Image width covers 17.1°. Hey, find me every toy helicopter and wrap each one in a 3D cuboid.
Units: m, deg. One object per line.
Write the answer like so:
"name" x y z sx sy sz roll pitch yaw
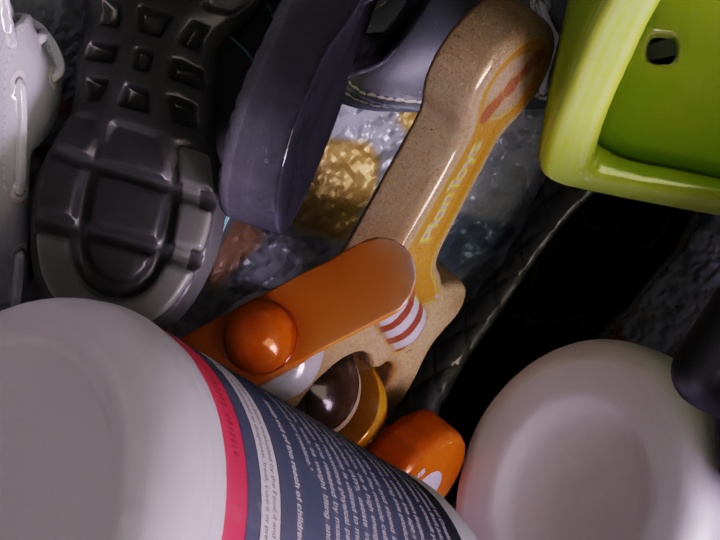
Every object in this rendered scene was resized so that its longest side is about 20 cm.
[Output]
"toy helicopter" 0.000 0.000 0.777 0.132 0.079 0.201 -5 128 -56

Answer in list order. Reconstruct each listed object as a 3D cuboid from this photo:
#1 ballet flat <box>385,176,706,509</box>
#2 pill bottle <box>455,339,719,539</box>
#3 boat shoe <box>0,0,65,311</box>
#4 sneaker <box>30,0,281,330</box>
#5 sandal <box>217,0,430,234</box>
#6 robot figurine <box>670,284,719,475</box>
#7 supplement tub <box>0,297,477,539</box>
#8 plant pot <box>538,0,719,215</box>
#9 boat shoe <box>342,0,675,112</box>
"ballet flat" 0.078 0.010 0.873 0.066 0.057 0.200 37 93 -30
"pill bottle" 0.136 0.100 0.866 0.199 0.112 0.113 20 103 -44
"boat shoe" -0.127 -0.050 0.752 0.068 0.072 0.202 -11 114 -36
"sneaker" -0.059 -0.073 0.769 0.075 0.079 0.201 17 82 5
"sandal" 0.008 -0.095 0.750 0.043 0.076 0.201 16 65 8
"robot figurine" 0.192 0.054 0.759 0.199 0.151 0.124 25 142 -32
"supplement tub" -0.045 0.106 0.698 0.141 0.140 0.200 -52 135 4
"plant pot" 0.170 -0.127 0.729 0.198 0.199 0.183 9 71 -3
"boat shoe" 0.076 -0.091 0.826 0.198 0.062 0.073 -12 118 -19
